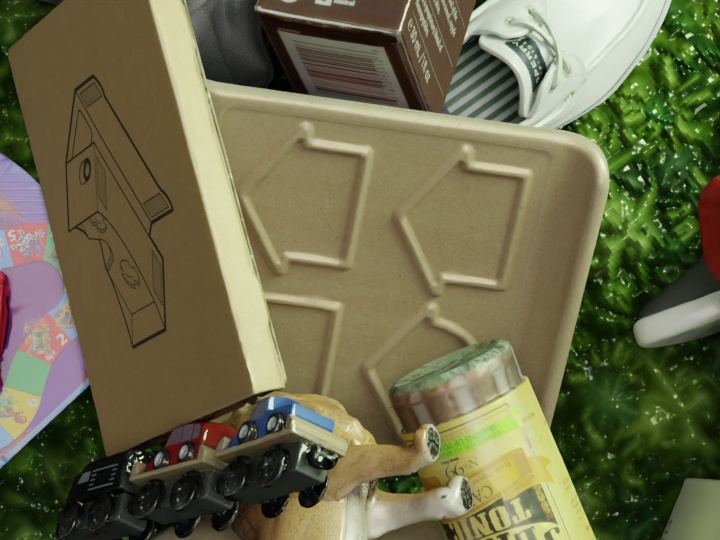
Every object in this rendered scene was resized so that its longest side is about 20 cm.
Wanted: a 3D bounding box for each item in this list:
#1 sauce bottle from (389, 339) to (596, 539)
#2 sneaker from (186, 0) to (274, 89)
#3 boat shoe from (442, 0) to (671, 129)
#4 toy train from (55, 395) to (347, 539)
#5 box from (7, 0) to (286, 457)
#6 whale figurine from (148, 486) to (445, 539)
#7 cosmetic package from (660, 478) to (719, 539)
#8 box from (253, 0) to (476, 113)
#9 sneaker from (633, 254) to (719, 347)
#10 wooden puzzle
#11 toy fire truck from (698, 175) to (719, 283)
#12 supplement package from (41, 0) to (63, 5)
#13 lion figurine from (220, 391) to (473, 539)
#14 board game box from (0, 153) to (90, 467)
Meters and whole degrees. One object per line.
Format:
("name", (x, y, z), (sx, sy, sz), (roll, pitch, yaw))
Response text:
("sauce bottle", (0.078, 0.132, 1.332), (0.065, 0.065, 0.201), (-25, 94, -7))
("sneaker", (-0.059, -0.172, 1.395), (0.084, 0.074, 0.201), (14, 94, -10))
("boat shoe", (0.073, -0.090, 1.397), (0.200, 0.067, 0.074), (-43, 91, -7))
("toy train", (-0.070, 0.088, 1.289), (0.034, 0.200, 0.046), (28, 63, -29))
("box", (-0.099, -0.027, 1.325), (0.021, 0.163, 0.201), (-12, 83, -30))
("whale figurine", (-0.026, 0.170, 1.362), (0.199, 0.104, 0.159), (-22, 56, -28))
("cosmetic package", (0.177, 0.151, 1.323), (0.071, 0.200, 0.102), (23, 84, -4))
("box", (0.022, -0.176, 1.353), (0.075, 0.100, 0.201), (10, 70, 16))
("sneaker", (0.198, -0.042, 1.409), (0.199, 0.071, 0.099), (-29, 86, -11))
("wooden puzzle", (0.000, 0.000, 1.360), (0.199, 0.046, 0.186), (10, 122, -2))
("toy fire truck", (0.252, 0.020, 1.345), (0.199, 0.112, 0.169), (-13, 102, -22))
("supplement package", (-0.170, -0.239, 1.362), (0.155, 0.111, 0.201), (14, 85, -4))
("lion figurine", (-0.018, 0.134, 1.275), (0.122, 0.073, 0.201), (-11, 49, 24))
("board game box", (-0.217, 0.031, 1.373), (0.200, 0.039, 0.158), (-43, 91, -6))
